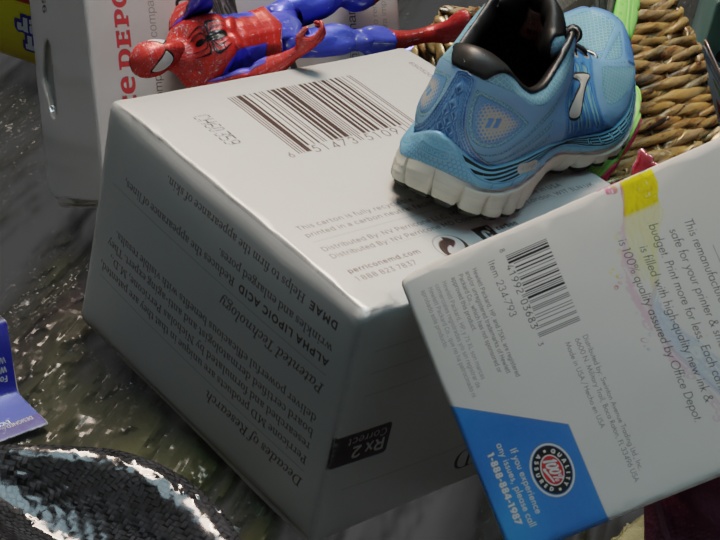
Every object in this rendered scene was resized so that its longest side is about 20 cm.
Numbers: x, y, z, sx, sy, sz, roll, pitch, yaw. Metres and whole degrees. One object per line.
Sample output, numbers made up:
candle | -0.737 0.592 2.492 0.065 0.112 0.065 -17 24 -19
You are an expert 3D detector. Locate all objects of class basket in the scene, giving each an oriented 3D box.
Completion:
basket | 0.116 -0.079 1.034 0.199 0.149 0.143 -10 71 -31

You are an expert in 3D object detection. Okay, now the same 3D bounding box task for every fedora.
fedora | -0.105 0.124 0.608 0.200 0.092 0.201 9 31 -6

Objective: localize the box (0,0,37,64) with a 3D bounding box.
box | -0.156 -0.218 1.079 0.199 0.123 0.192 21 32 32

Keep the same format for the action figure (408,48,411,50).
action figure | 0.018 -0.145 1.106 0.199 0.052 0.065 -8 9 -12

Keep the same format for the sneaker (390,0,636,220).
sneaker | 0.090 -0.096 0.779 0.078 0.090 0.200 25 32 18

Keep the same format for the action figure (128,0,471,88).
action figure | -0.026 -0.141 0.860 0.199 0.099 0.065 -19 77 -26

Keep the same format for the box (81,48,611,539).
box | 0.000 0.000 0.804 0.198 0.131 0.200 -17 43 -39

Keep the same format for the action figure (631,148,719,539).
action figure | 0.155 0.034 0.696 0.134 0.149 0.201 7 63 -48

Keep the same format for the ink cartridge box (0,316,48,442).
ink cartridge box | -0.243 0.022 0.778 0.099 0.039 0.200 -20 44 -41

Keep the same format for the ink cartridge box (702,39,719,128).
ink cartridge box | 0.256 -0.020 0.812 0.084 0.176 0.201 -26 66 10

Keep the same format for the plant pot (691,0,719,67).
plant pot | 0.322 -0.195 1.223 0.141 0.142 0.200 19 40 12

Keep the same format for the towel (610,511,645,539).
towel | 0.199 0.138 0.745 0.148 0.037 0.200 29 36 24

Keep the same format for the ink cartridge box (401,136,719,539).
ink cartridge box | 0.130 0.018 0.625 0.199 0.117 0.067 -23 -8 9

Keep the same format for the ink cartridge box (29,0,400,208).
ink cartridge box | -0.079 -0.118 0.935 0.199 0.145 0.084 -9 8 -30

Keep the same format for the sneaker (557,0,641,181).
sneaker | 0.113 -0.115 0.924 0.083 0.077 0.201 13 53 -10
